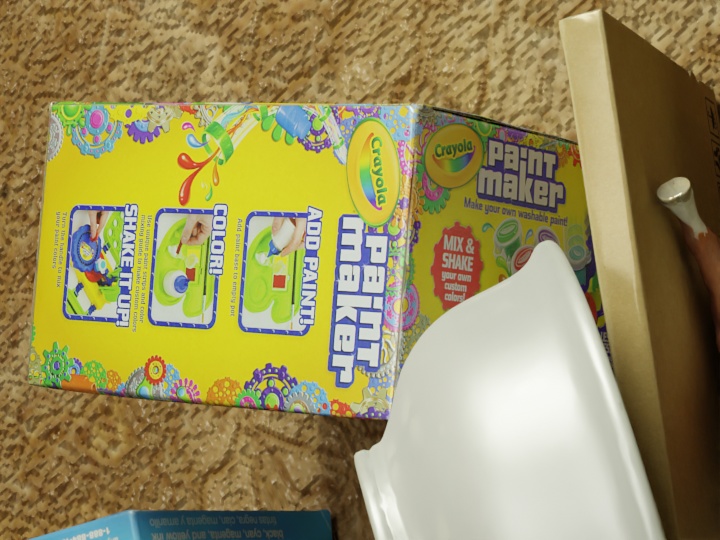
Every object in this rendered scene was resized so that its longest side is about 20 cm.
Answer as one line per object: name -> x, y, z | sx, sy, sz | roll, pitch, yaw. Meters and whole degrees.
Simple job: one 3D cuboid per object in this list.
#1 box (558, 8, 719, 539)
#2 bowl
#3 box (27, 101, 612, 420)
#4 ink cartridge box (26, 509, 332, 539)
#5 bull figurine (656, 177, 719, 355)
box -> 0.124, 0.011, 0.978 | 0.021, 0.163, 0.201 | -11, 78, 21
bowl -> 0.053, 0.097, 0.867 | 0.090, 0.201, 0.202 | -17, 72, -1
box -> 0.000, 0.000, 1.048 | 0.192, 0.200, 0.123 | 3, 86, 38
ink cartridge box -> -0.095, 0.221, 1.129 | 0.147, 0.144, 0.201 | -18, 75, 33
bull figurine -> 0.171, 0.041, 0.901 | 0.065, 0.122, 0.200 | -28, 32, 0
